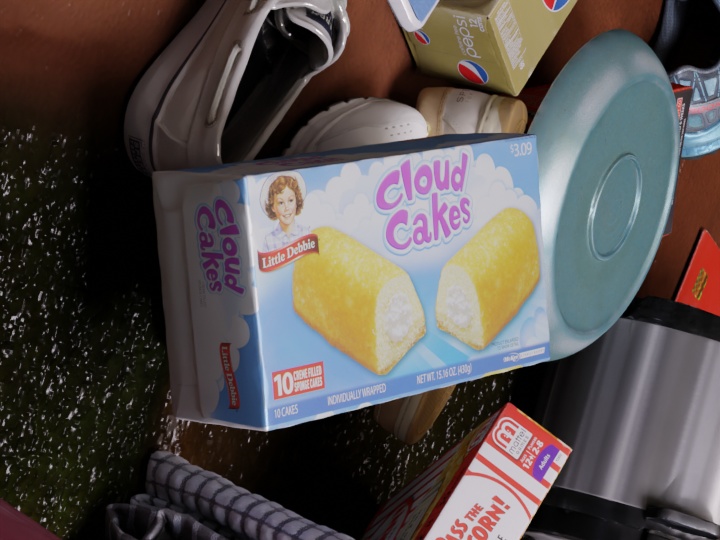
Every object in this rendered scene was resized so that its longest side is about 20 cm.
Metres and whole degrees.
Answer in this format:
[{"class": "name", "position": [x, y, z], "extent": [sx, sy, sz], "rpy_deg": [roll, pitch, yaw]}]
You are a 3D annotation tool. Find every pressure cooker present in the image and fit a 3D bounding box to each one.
[{"class": "pressure cooker", "position": [0.185, 0.128, 1.503], "extent": [0.176, 0.178, 0.201], "rpy_deg": [30, 74, -54]}]

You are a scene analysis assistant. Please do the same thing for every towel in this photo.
[{"class": "towel", "position": [-0.052, 0.207, 1.179], "extent": [0.085, 0.165, 0.201], "rpy_deg": [-38, 132, -33]}]

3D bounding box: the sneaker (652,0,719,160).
[{"class": "sneaker", "position": [0.249, -0.173, 1.572], "extent": [0.201, 0.079, 0.096], "rpy_deg": [-59, 142, -24]}]

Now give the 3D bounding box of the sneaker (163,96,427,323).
[{"class": "sneaker", "position": [-0.015, -0.015, 1.218], "extent": [0.200, 0.087, 0.075], "rpy_deg": [-51, 139, -35]}]

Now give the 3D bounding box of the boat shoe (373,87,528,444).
[{"class": "boat shoe", "position": [0.036, -0.006, 1.318], "extent": [0.074, 0.069, 0.201], "rpy_deg": [-6, 113, -73]}]

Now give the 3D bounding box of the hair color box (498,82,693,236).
[{"class": "hair color box", "position": [0.126, -0.059, 1.442], "extent": [0.200, 0.061, 0.102], "rpy_deg": [-18, 118, -53]}]

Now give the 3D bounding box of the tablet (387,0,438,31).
[{"class": "tablet", "position": [0.038, -0.231, 1.234], "extent": [0.131, 0.014, 0.200], "rpy_deg": [64, 38, -30]}]

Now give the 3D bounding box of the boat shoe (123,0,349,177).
[{"class": "boat shoe", "position": [-0.039, -0.122, 1.157], "extent": [0.200, 0.065, 0.072], "rpy_deg": [-54, 142, -29]}]

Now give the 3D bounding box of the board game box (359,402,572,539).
[{"class": "board game box", "position": [0.025, 0.171, 1.282], "extent": [0.152, 0.046, 0.200], "rpy_deg": [-56, -176, -29]}]

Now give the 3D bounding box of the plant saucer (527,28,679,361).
[{"class": "plant saucer", "position": [0.139, -0.040, 1.380], "extent": [0.200, 0.027, 0.201], "rpy_deg": [-36, 135, -47]}]

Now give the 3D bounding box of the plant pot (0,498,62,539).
[{"class": "plant pot", "position": [-0.178, 0.166, 0.953], "extent": [0.200, 0.178, 0.201], "rpy_deg": [-26, 123, -50]}]

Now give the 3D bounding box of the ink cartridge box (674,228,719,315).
[{"class": "ink cartridge box", "position": [0.258, 0.095, 1.726], "extent": [0.174, 0.043, 0.201], "rpy_deg": [46, 64, -55]}]

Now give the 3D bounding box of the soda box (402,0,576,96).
[{"class": "soda box", "position": [0.097, -0.195, 1.336], "extent": [0.200, 0.067, 0.064], "rpy_deg": [-57, 144, -28]}]

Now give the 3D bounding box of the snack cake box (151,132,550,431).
[{"class": "snack cake box", "position": [0.000, 0.000, 1.120], "extent": [0.199, 0.067, 0.116], "rpy_deg": [-11, 100, -45]}]
